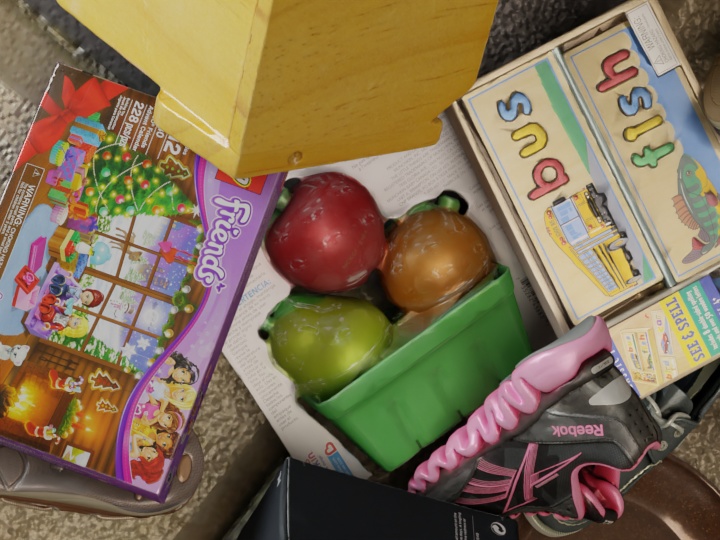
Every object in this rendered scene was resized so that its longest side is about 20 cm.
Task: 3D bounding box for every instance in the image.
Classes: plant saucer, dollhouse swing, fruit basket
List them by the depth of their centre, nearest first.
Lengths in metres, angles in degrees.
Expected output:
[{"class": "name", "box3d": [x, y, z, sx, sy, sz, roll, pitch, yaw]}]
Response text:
[{"class": "dollhouse swing", "box3d": [-0.045, -0.184, 1.190, 0.181, 0.176, 0.201, -11, 133, -30]}, {"class": "fruit basket", "box3d": [0.000, 0.000, 1.286, 0.185, 0.094, 0.201, -36, 97, -7]}, {"class": "plant saucer", "box3d": [0.156, 0.203, 1.351, 0.199, 0.037, 0.202, 11, 68, -28]}]

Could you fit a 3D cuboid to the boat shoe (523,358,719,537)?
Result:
[{"class": "boat shoe", "box3d": [0.165, 0.071, 1.327, 0.073, 0.062, 0.200, 46, 71, -12]}]

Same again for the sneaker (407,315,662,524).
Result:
[{"class": "sneaker", "box3d": [0.097, 0.110, 1.253, 0.096, 0.200, 0.079, 49, 53, 8]}]

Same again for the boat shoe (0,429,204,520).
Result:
[{"class": "boat shoe", "box3d": [-0.183, 0.097, 1.247, 0.199, 0.072, 0.076, 16, 71, 3]}]

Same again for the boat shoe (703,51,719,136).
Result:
[{"class": "boat shoe", "box3d": [0.253, -0.121, 1.294, 0.200, 0.072, 0.065, -54, 127, -46]}]

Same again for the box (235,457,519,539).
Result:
[{"class": "box", "box3d": [-0.016, 0.208, 1.265, 0.140, 0.079, 0.200, 18, 131, -16]}]

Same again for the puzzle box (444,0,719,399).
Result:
[{"class": "puzzle box", "box3d": [0.145, -0.037, 1.264, 0.132, 0.025, 0.201, -28, 93, -5]}]

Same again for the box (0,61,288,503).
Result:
[{"class": "box", "box3d": [-0.133, 0.005, 1.212, 0.136, 0.039, 0.201, 19, 77, 4]}]
